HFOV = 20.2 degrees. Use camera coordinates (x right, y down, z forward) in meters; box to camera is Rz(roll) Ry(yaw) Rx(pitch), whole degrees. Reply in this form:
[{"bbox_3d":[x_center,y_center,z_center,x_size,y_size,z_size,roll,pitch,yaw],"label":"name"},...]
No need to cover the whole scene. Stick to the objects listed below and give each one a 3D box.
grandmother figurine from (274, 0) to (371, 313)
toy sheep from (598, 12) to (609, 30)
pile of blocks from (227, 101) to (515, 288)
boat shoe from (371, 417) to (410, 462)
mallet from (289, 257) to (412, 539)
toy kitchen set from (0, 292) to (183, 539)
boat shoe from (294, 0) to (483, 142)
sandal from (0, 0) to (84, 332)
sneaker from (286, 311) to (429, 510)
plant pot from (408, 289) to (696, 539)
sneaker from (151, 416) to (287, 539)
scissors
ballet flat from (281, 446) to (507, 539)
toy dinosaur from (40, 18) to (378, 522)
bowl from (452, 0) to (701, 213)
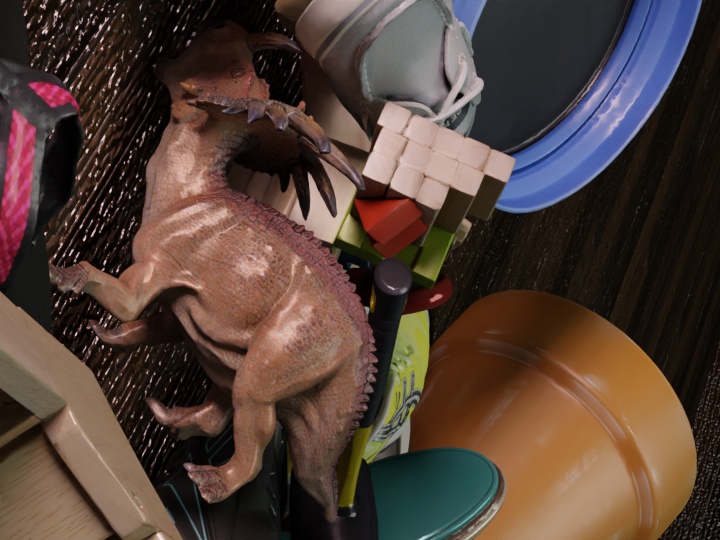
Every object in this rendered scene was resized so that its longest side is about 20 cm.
[{"bbox_3d":[-0.011,-0.053,1.024,0.121,0.060,0.201,-24,135,-36],"label":"grandmother figurine"},{"bbox_3d":[0.102,-0.157,1.186,0.138,0.137,0.201,-57,172,-49],"label":"toy sheep"},{"bbox_3d":[-0.007,-0.012,0.883,0.200,0.082,0.062,-14,-132,59],"label":"pile of blocks"},{"bbox_3d":[-0.003,0.152,1.196,0.060,0.071,0.201,-50,147,-46],"label":"boat shoe"},{"bbox_3d":[-0.002,0.060,0.886,0.066,0.041,0.201,-98,-167,-47],"label":"mallet"},{"bbox_3d":[-0.129,0.130,0.595,0.163,0.201,0.181,-32,158,-1],"label":"toy kitchen set"},{"bbox_3d":[0.024,-0.087,0.862,0.070,0.072,0.201,-40,171,-2],"label":"boat shoe"},{"bbox_3d":[-0.117,-0.026,0.688,0.075,0.045,0.201,-59,157,-43],"label":"sandal"},{"bbox_3d":[0.001,0.064,1.084,0.076,0.075,0.200,-47,-172,39],"label":"sneaker"},{"bbox_3d":[0.090,0.145,1.330,0.183,0.199,0.201,-41,145,-37],"label":"plant pot"},{"bbox_3d":[-0.072,0.104,0.923,0.200,0.079,0.076,-89,177,-58],"label":"sneaker"},{"bbox_3d":[0.000,0.000,0.956,0.200,0.073,0.014,-108,-176,-78],"label":"scissors"},{"bbox_3d":[-0.020,0.146,0.992,0.199,0.070,0.070,-20,137,-18],"label":"ballet flat"},{"bbox_3d":[-0.038,0.005,0.805,0.135,0.201,0.086,-35,-173,-5],"label":"toy dinosaur"},{"bbox_3d":[0.104,-0.128,1.045,0.200,0.039,0.202,-32,139,-32],"label":"bowl"}]
